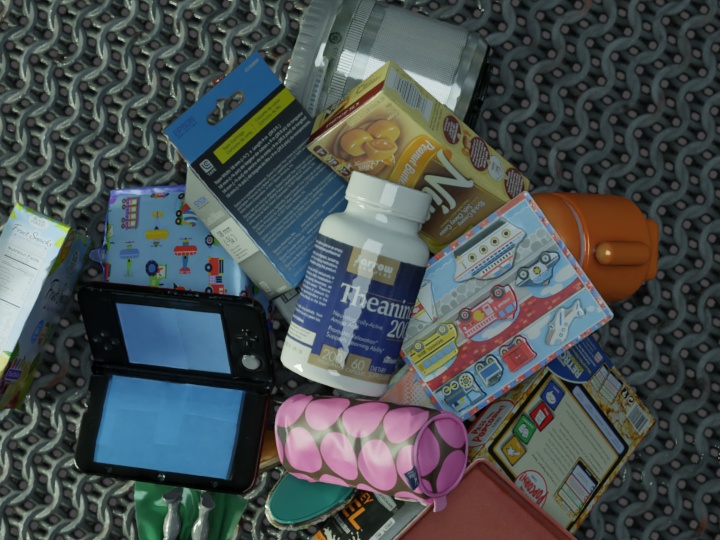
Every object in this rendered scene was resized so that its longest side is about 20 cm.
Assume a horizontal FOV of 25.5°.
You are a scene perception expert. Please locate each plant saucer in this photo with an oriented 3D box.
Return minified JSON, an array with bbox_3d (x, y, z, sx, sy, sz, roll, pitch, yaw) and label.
[{"bbox_3d":[0.113,0.303,1.575,0.199,0.037,0.200,42,98,-18],"label":"plant saucer"}]

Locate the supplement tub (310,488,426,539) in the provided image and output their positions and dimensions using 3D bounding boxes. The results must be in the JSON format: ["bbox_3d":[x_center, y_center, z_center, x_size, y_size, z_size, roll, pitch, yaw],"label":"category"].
[{"bbox_3d":[0.031,0.281,1.647,0.200,0.123,0.123,-44,87,-4],"label":"supplement tub"}]

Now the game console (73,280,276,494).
[{"bbox_3d":[-0.196,0.116,1.607,0.199,0.173,0.119,5,43,12],"label":"game console"}]

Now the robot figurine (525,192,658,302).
[{"bbox_3d":[0.220,-0.023,1.656,0.199,0.117,0.144,1,41,-36],"label":"robot figurine"}]

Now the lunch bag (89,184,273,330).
[{"bbox_3d":[-0.197,-0.013,1.688,0.199,0.094,0.152,0,86,18],"label":"lunch bag"}]

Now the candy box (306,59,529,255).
[{"bbox_3d":[0.059,-0.105,1.588,0.200,0.115,0.055,39,42,-21],"label":"candy box"}]

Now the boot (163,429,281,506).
[{"bbox_3d":[-0.152,0.154,1.685,0.200,0.071,0.145,-20,80,-6],"label":"boot"}]

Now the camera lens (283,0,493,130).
[{"bbox_3d":[0.030,-0.194,1.668,0.199,0.160,0.161,18,85,1],"label":"camera lens"}]

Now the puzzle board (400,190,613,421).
[{"bbox_3d":[0.126,0.040,1.572,0.200,0.017,0.151,-36,88,13],"label":"puzzle board"}]

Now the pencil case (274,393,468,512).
[{"bbox_3d":[0.006,0.174,1.551,0.090,0.199,0.094,-17,105,-43],"label":"pencil case"}]

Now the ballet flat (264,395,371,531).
[{"bbox_3d":[-0.019,0.203,1.661,0.076,0.064,0.200,42,70,16],"label":"ballet flat"}]

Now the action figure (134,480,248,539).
[{"bbox_3d":[-0.189,0.322,1.654,0.117,0.055,0.201,10,109,5],"label":"action figure"}]

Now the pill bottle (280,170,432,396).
[{"bbox_3d":[0.002,0.011,1.540,0.110,0.111,0.201,17,94,1],"label":"pill bottle"}]

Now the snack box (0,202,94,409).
[{"bbox_3d":[-0.353,0.040,1.643,0.067,0.169,0.201,23,86,1],"label":"snack box"}]

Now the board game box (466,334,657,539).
[{"bbox_3d":[0.199,0.173,1.635,0.200,0.046,0.152,-48,111,-24],"label":"board game box"}]

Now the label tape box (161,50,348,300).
[{"bbox_3d":[-0.097,-0.095,1.597,0.200,0.063,0.144,50,61,-8],"label":"label tape box"}]

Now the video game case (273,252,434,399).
[{"bbox_3d":[0.004,0.016,1.719,0.182,0.024,0.200,-36,85,-3],"label":"video game case"}]

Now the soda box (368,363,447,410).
[{"bbox_3d":[0.093,0.103,1.648,0.200,0.064,0.068,-42,93,-20],"label":"soda box"}]
